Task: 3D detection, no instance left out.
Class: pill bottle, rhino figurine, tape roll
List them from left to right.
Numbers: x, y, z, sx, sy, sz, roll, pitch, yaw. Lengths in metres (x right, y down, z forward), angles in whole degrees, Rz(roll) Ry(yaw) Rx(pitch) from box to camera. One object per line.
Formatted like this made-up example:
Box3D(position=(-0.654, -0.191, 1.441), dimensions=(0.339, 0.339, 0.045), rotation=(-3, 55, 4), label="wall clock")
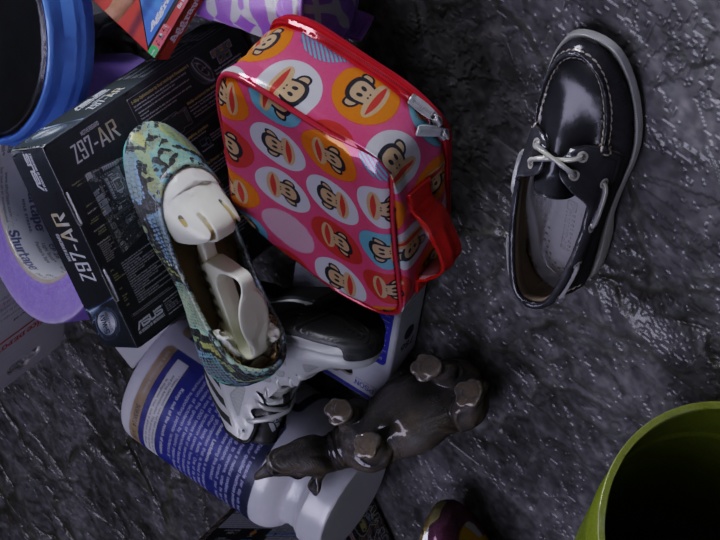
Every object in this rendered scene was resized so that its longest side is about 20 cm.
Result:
Box3D(position=(-0.210, -0.064, 1.567), dimensions=(0.199, 0.084, 0.202), rotation=(11, 104, 51), label="tape roll")
Box3D(position=(-0.084, 0.132, 1.635), dimensions=(0.199, 0.116, 0.116), rotation=(32, 137, 20), label="pill bottle")
Box3D(position=(0.009, 0.119, 1.519), dimensions=(0.199, 0.087, 0.060), rotation=(-25, 75, 14), label="rhino figurine")

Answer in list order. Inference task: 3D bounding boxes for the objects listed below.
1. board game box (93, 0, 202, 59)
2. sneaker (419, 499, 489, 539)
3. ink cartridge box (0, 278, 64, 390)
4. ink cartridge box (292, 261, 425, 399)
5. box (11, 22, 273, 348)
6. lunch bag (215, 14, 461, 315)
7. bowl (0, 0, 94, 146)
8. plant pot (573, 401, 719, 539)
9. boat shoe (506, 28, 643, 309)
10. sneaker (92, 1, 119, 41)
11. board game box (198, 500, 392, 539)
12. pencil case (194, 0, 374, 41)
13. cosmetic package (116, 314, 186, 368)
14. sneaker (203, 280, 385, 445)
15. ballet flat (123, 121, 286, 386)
Box3D(position=(-0.117, -0.253, 1.368), dimensions=(0.103, 0.019, 0.201), rotation=(43, 113, 24), label="board game box")
Box3D(position=(0.116, 0.260, 1.597), dimensions=(0.089, 0.075, 0.201), rotation=(-5, 123, 34), label="sneaker")
Box3D(position=(-0.305, 0.004, 1.734), dimensions=(0.067, 0.117, 0.201), rotation=(31, 136, 20), label="ink cartridge box")
Box3D(position=(0.000, 0.000, 1.521), dimensions=(0.099, 0.039, 0.201), rotation=(30, 134, 21), label="ink cartridge box")
Box3D(position=(-0.136, -0.064, 1.467), dimensions=(0.043, 0.200, 0.161), rotation=(-1, 120, 47), label="box")
Box3D(position=(-0.006, -0.060, 1.360), dimensions=(0.175, 0.082, 0.201), rotation=(34, 155, 20), label="lunch bag")
Box3D(position=(-0.271, -0.188, 1.495), dimensions=(0.200, 0.039, 0.203), rotation=(18, 116, 41), label="bowl")
Box3D(position=(0.218, 0.217, 1.393), dimensions=(0.200, 0.200, 0.193), rotation=(44, 151, 5), label="plant pot")
Box3D(position=(0.132, -0.062, 1.338), dimensions=(0.074, 0.060, 0.201), rotation=(30, 136, 23), label="boat shoe")
Box3D(position=(-0.259, -0.247, 1.537), dimensions=(0.199, 0.074, 0.085), rotation=(38, 138, 13), label="sneaker")
Box3D(position=(-0.083, 0.280, 1.682), dimensions=(0.159, 0.200, 0.098), rotation=(-6, 116, 44), label="board game box")
Box3D(position=(-0.093, -0.205, 1.417), dimensions=(0.199, 0.084, 0.086), rotation=(19, 159, 32), label="pencil case")
Box3D(position=(-0.157, -0.006, 1.645), dimensions=(0.083, 0.051, 0.200), rotation=(48, 139, 3), label="cosmetic package")
Box3D(position=(-0.048, 0.075, 1.523), dimensions=(0.200, 0.075, 0.117), rotation=(11, 115, 48), label="sneaker")
Box3D(position=(-0.101, -0.012, 1.422), dimensions=(0.074, 0.074, 0.201), rotation=(-5, 116, 43), label="ballet flat")
